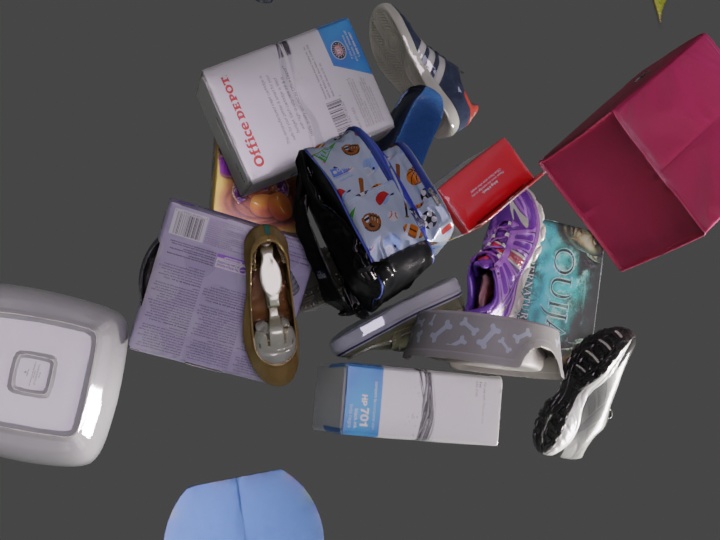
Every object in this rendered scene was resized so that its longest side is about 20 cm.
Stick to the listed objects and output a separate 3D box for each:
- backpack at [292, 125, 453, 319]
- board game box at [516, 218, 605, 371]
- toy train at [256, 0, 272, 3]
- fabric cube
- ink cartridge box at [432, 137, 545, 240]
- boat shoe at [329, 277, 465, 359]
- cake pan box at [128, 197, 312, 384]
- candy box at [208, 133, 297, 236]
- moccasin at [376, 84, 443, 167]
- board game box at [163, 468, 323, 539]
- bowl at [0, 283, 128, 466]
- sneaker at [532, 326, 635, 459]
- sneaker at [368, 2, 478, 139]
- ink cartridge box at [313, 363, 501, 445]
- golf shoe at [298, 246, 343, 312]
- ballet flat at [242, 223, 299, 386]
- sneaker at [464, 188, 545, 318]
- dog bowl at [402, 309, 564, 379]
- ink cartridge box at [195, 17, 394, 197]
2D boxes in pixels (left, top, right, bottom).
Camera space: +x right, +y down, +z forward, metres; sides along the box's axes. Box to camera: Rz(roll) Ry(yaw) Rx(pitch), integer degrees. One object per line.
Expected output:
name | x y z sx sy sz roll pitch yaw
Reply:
backpack | 0.007 -0.067 1.119 0.153 0.200 0.191 -33 83 -18
board game box | 0.263 0.035 1.353 0.134 0.028 0.203 12 81 -14
toy train | -0.129 -0.449 1.279 0.113 0.085 0.203 15 81 -1
fabric cube | 0.400 -0.154 1.315 0.199 0.196 0.201 -38 91 -22
ink cartridge box | 0.138 -0.098 1.245 0.116 0.200 0.068 -39 94 -16
boat shoe | 0.055 0.073 1.270 0.198 0.072 0.063 -25 91 -19
cake pan box | -0.170 0.026 1.195 0.198 0.052 0.187 15 96 -14
candy box | -0.130 -0.146 1.252 0.115 0.056 0.203 4 81 -14
moccasin | 0.046 -0.147 1.289 0.080 0.068 0.201 28 100 -29
board game box | -0.145 0.334 1.202 0.198 0.039 0.160 -7 81 -21
bowl | -0.378 0.122 1.142 0.197 0.075 0.203 13 82 -13
sneaker | 0.308 0.164 1.314 0.079 0.074 0.202 23 104 -25
sneaker | 0.087 -0.275 1.326 0.084 0.075 0.201 -28 87 -36
ink cartridge box | 0.055 0.163 1.211 0.197 0.146 0.087 8 81 -15
golf shoe | 0.000 0.000 1.262 0.199 0.097 0.079 -35 51 6
ballet flat | -0.107 0.048 1.155 0.068 0.063 0.203 -9 103 -10
sneaker | 0.186 -0.020 1.297 0.083 0.080 0.203 25 74 -49
dog bowl | 0.151 0.091 1.194 0.197 0.200 0.059 10 82 -14
ink cartridge box | -0.081 -0.198 1.198 0.198 0.086 0.148 -24 90 -17
